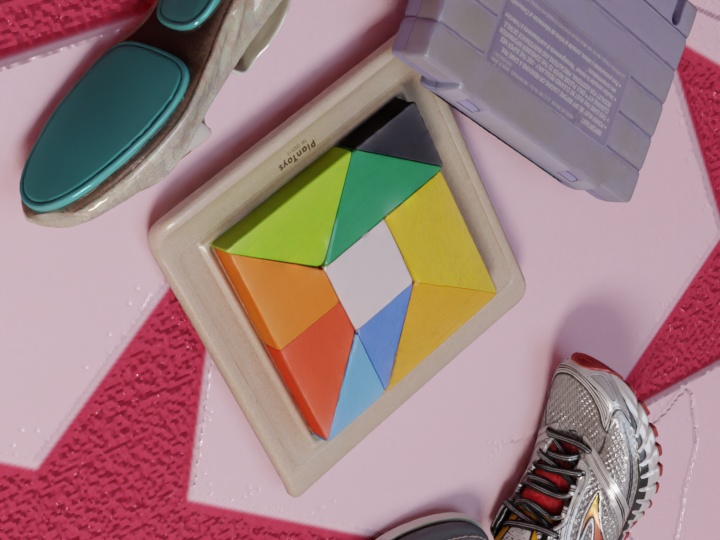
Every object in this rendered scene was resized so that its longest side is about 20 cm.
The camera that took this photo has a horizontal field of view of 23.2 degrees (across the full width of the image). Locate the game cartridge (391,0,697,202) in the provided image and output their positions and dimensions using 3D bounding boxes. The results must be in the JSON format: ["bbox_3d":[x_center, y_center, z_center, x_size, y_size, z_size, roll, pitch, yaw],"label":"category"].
[{"bbox_3d":[0.102,-0.128,0.940,0.200,0.038,0.130,29,82,-45],"label":"game cartridge"}]

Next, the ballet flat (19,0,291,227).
[{"bbox_3d":[-0.077,-0.092,0.801,0.200,0.067,0.062,-55,142,-8],"label":"ballet flat"}]

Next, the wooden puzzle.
[{"bbox_3d":[0.000,0.000,0.919,0.185,0.037,0.200,-40,128,-21],"label":"wooden puzzle"}]

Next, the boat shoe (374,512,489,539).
[{"bbox_3d":[0.007,0.206,0.990,0.200,0.062,0.073,-27,123,-29],"label":"boat shoe"}]

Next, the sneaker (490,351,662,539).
[{"bbox_3d":[0.125,0.146,1.054,0.082,0.078,0.201,-11,114,-35],"label":"sneaker"}]
